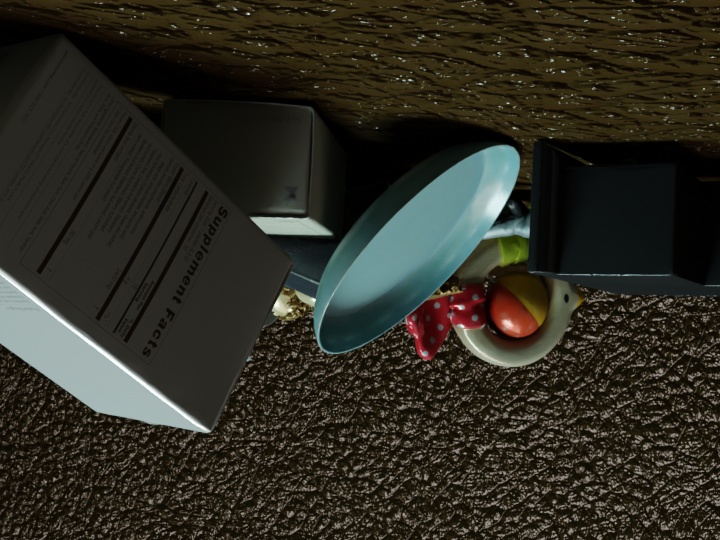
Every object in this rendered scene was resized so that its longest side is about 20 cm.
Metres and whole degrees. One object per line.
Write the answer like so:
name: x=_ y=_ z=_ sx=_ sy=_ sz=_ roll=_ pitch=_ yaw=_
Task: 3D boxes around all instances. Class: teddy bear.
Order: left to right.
teddy bear: x=0.000 y=0.000 z=0.990 sx=0.197 sy=0.068 sz=0.145 roll=-8 pitch=177 yaw=-26

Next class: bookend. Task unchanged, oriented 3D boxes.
bookend: x=0.248 y=-0.034 z=0.837 sx=0.196 sy=0.094 sz=0.199 roll=1 pitch=175 yaw=32

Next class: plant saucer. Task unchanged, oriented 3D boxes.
plant saucer: x=0.036 y=-0.021 z=0.842 sx=0.027 sy=0.201 sz=0.200 roll=45 pitch=-167 yaw=18

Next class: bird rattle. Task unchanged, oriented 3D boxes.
bird rattle: x=0.134 y=0.020 z=1.127 sx=0.163 sy=0.200 sz=0.112 roll=45 pitch=161 yaw=-12

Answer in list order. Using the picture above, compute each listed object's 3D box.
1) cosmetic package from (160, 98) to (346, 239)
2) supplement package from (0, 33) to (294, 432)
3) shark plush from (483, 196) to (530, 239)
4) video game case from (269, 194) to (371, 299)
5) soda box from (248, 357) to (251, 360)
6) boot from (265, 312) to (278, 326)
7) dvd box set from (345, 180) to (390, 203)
cosmetic package: x=-0.069 y=-0.066 z=0.819 sx=0.102 sy=0.074 sz=0.200 roll=4 pitch=177 yaw=4
supplement package: x=-0.156 y=-0.014 z=0.651 sx=0.120 sy=0.121 sz=0.200 roll=2 pitch=146 yaw=43
shark plush: x=0.196 y=-0.033 z=1.035 sx=0.196 sy=0.085 sz=0.091 roll=4 pitch=178 yaw=4
video game case: x=-0.054 y=-0.035 z=0.954 sx=0.198 sy=0.019 sz=0.142 roll=21 pitch=-148 yaw=36
soda box: x=-0.141 y=0.010 z=0.970 sx=0.063 sy=0.069 sz=0.201 roll=-20 pitch=-152 yaw=-3
boot: x=-0.121 y=-0.014 z=1.312 sx=0.064 sy=0.188 sz=0.200 roll=-35 pitch=167 yaw=7
dvd box set: x=-0.085 y=-0.055 z=1.123 sx=0.145 sy=0.030 sz=0.198 roll=-21 pitch=-166 yaw=-40
